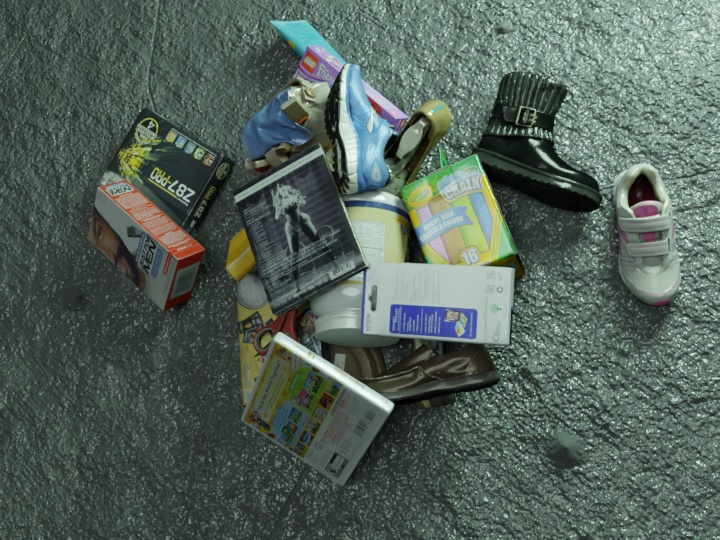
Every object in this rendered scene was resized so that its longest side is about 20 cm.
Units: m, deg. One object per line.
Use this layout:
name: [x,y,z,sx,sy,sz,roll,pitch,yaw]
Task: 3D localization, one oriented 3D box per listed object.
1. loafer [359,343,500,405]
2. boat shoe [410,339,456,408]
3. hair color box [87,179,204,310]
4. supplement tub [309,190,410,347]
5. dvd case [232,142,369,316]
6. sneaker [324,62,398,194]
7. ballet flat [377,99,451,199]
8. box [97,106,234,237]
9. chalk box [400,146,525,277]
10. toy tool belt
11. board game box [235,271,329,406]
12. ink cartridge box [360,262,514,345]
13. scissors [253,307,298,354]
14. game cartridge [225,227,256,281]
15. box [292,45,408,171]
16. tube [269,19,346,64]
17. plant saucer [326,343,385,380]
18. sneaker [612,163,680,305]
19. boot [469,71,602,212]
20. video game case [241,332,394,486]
loafer: [0.087,0.137,1.055,0.197,0.073,0.072,-11,74,9]
boat shoe: [0.106,0.094,1.117,0.065,0.072,0.204,-4,82,11]
hair color box: [-0.352,-0.043,1.269,0.199,0.064,0.112,39,126,21]
supplement tub: [0.000,0.000,1.123,0.143,0.144,0.203,-2,72,17]
dvd case: [-0.086,-0.058,1.074,0.148,0.016,0.202,-27,68,13]
sneaker: [0.002,-0.200,1.106,0.088,0.079,0.202,0,71,-21]
ballet flat: [0.058,-0.163,1.134,0.069,0.063,0.201,40,125,12]
box: [-0.332,-0.164,1.328,0.199,0.049,0.162,33,93,22]
chalk box: [0.138,-0.076,1.114,0.123,0.124,0.202,-23,70,11]
toy tool belt: [-0.128,-0.207,1.192,0.199,0.122,0.126,-34,80,37]
board game box: [-0.117,0.096,1.175,0.134,0.035,0.203,-10,74,16]
ink cartridge box: [0.100,0.041,1.019,0.197,0.039,0.101,4,89,16]
scissors: [-0.094,0.052,1.131,0.073,0.014,0.201,36,102,28]
game cartridge: [-0.121,-0.081,1.185,0.200,0.176,0.032,-41,107,6]
box: [-0.034,-0.238,1.218,0.200,0.039,0.138,43,123,20]
tube: [-0.064,-0.348,1.277,0.201,0.077,0.051,51,128,19]
plant saucer: [-0.058,0.170,1.173,0.198,0.029,0.203,-4,75,17]
sneaker: [0.381,-0.054,1.048,0.080,0.088,0.203,-13,74,15]
boot: [0.271,-0.189,1.121,0.209,0.079,0.159,26,82,17]
video game case: [-0.066,0.197,1.079,0.181,0.201,0.023,31,43,5]
